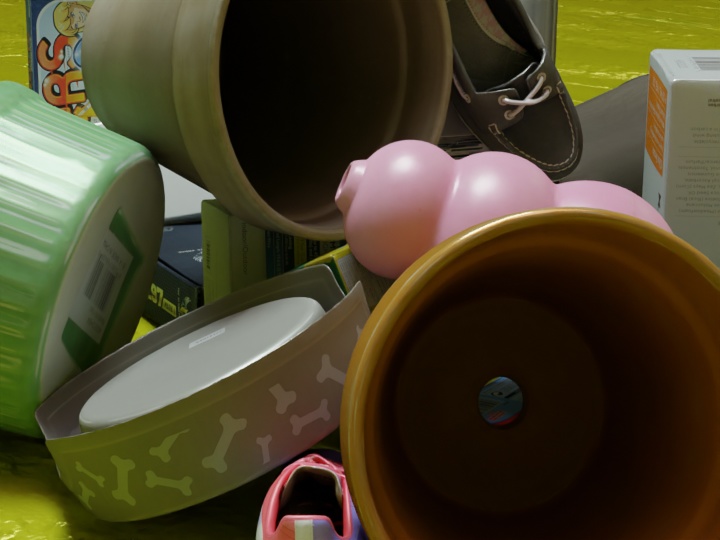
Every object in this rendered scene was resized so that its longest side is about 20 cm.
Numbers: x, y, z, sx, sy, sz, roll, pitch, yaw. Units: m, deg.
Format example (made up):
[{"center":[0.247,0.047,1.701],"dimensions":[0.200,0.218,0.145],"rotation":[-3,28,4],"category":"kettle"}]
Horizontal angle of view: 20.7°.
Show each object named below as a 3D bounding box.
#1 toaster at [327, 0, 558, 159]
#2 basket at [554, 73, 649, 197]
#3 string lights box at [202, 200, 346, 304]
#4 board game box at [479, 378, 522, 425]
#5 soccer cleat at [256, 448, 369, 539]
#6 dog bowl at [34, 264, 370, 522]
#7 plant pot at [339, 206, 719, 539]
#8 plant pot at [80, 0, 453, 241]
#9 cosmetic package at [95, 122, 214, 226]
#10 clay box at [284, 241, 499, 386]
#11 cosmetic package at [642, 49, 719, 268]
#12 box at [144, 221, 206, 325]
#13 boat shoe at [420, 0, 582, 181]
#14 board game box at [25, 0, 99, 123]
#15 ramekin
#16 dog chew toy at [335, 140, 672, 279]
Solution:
[{"center":[0.040,-0.132,1.301],"dimensions":[0.198,0.131,0.114],"rotation":[-5,1,-17],"category":"toaster"},{"center":[0.183,-0.064,1.494],"dimensions":[0.179,0.137,0.199],"rotation":[11,23,44],"category":"basket"},{"center":[0.000,0.000,1.283],"dimensions":[0.198,0.104,0.059],"rotation":[-7,14,-22],"category":"string lights box"},{"center":[0.165,0.093,1.120],"dimensions":[0.199,0.037,0.151],"rotation":[10,19,33],"category":"board game box"},{"center":[-0.019,0.118,0.963],"dimensions":[0.067,0.074,0.200],"rotation":[0,16,2],"category":"soccer cleat"},{"center":[-0.078,0.066,1.053],"dimensions":[0.199,0.059,0.200],"rotation":[-23,11,5],"category":"dog bowl"},{"center":[0.081,0.071,0.958],"dimensions":[0.198,0.202,0.183],"rotation":[-2,1,-7],"category":"plant pot"},{"center":[-0.070,-0.126,1.187],"dimensions":[0.199,0.202,0.173],"rotation":[-15,17,-43],"category":"plant pot"},{"center":[-0.156,-0.065,1.477],"dimensions":[0.198,0.086,0.108],"rotation":[-11,-8,-17],"category":"cosmetic package"},{"center":[0.050,0.019,1.194],"dimensions":[0.047,0.116,0.199],"rotation":[-19,4,41],"category":"clay box"},{"center":[0.219,-0.033,1.255],"dimensions":[0.071,0.202,0.102],"rotation":[1,16,0],"category":"cosmetic package"},{"center":[-0.056,0.002,1.395],"dimensions":[0.198,0.052,0.157],"rotation":[-8,19,-26],"category":"box"},{"center":[0.076,-0.141,1.219],"dimensions":[0.067,0.201,0.057],"rotation":[-33,5,-4],"category":"boat shoe"},{"center":[-0.191,-0.120,1.539],"dimensions":[0.134,0.202,0.034],"rotation":[-5,15,-16],"category":"board game box"},{"center":[-0.191,0.000,1.147],"dimensions":[0.097,0.202,0.200],"rotation":[18,20,11],"category":"ramekin"},{"center":[0.080,-0.009,1.106],"dimensions":[0.199,0.125,0.125],"rotation":[24,15,-7],"category":"dog chew toy"}]
